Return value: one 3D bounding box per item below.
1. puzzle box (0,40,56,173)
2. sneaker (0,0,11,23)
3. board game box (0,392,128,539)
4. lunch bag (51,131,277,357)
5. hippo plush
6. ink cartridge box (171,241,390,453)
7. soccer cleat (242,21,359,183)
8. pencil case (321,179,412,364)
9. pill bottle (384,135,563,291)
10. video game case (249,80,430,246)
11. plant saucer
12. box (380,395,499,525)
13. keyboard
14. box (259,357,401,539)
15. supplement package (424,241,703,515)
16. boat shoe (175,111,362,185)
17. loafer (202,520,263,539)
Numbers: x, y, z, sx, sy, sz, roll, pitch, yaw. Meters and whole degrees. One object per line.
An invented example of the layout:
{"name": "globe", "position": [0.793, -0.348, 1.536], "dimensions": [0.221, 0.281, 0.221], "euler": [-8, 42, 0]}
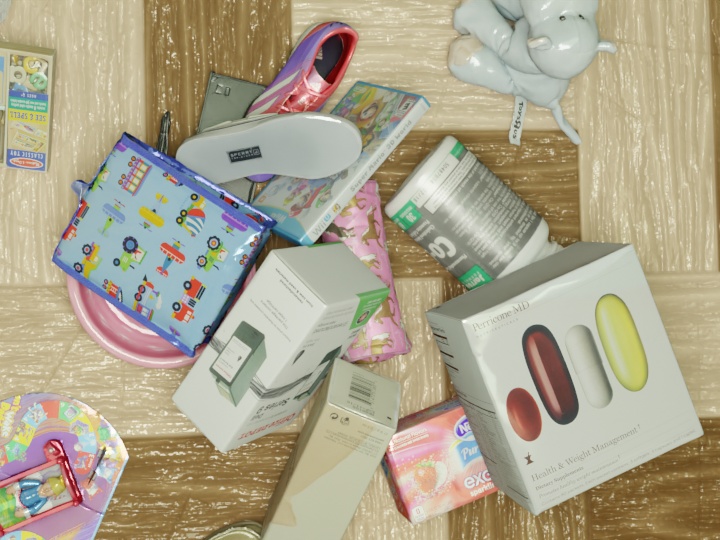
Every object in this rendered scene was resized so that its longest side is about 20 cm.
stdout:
{"name": "puzzle box", "position": [-0.423, -0.179, 1.265], "dimensions": [0.198, 0.025, 0.134], "euler": [7, 117, -7]}
{"name": "sneaker", "position": [-0.432, -0.342, 1.279], "dimensions": [0.128, 0.079, 0.201], "euler": [15, 90, -1]}
{"name": "board game box", "position": [-0.345, 0.231, 1.278], "dimensions": [0.157, 0.039, 0.202], "euler": [24, 84, -6]}
{"name": "lunch bag", "position": [-0.209, -0.033, 1.222], "dimensions": [0.199, 0.094, 0.151], "euler": [31, 97, 0]}
{"name": "hippo plush", "position": [0.183, -0.247, 1.310], "dimensions": [0.157, 0.161, 0.202], "euler": [-2, 87, -8]}
{"name": "ink cartridge box", "position": [-0.080, 0.075, 1.226], "dimensions": [0.084, 0.146, 0.201], "euler": [43, 113, 17]}
{"name": "soccer cleat", "position": [-0.069, -0.186, 1.311], "dimensions": [0.068, 0.073, 0.201], "euler": [35, 81, -24]}
{"name": "pencil case", "position": [0.000, 0.000, 1.310], "dimensions": [0.082, 0.086, 0.202], "euler": [-10, 88, -41]}
{"name": "pill bottle", "position": [0.133, -0.041, 1.318], "dimensions": [0.200, 0.113, 0.113], "euler": [41, 83, -3]}
{"name": "video game case", "position": [-0.028, -0.117, 1.287], "dimensions": [0.200, 0.143, 0.018], "euler": [-50, 122, -9]}
{"name": "plant saucer", "position": [-0.211, 0.002, 1.289], "dimensions": [0.198, 0.051, 0.203], "euler": [-1, 98, -5]}
{"name": "box", "position": [0.122, 0.188, 1.315], "dimensions": [0.198, 0.095, 0.104], "euler": [-20, 90, -8]}
{"name": "keyboard", "position": [-0.174, -0.119, 1.329], "dimensions": [0.126, 0.021, 0.202], "euler": [13, 85, -13]}
{"name": "box", "position": [-0.032, 0.204, 1.252], "dimensions": [0.077, 0.095, 0.201], "euler": [22, 114, -6]}
{"name": "supplement package", "position": [0.199, 0.099, 1.201], "dimensions": [0.190, 0.147, 0.202], "euler": [-24, 96, -9]}
{"name": "boat shoe", "position": [-0.093, -0.136, 1.259], "dimensions": [0.198, 0.066, 0.074], "euler": [-2, 118, 10]}
{"name": "loafer", "position": [-0.177, 0.341, 1.282], "dimensions": [0.199, 0.067, 0.076], "euler": [-35, 92, -8]}
